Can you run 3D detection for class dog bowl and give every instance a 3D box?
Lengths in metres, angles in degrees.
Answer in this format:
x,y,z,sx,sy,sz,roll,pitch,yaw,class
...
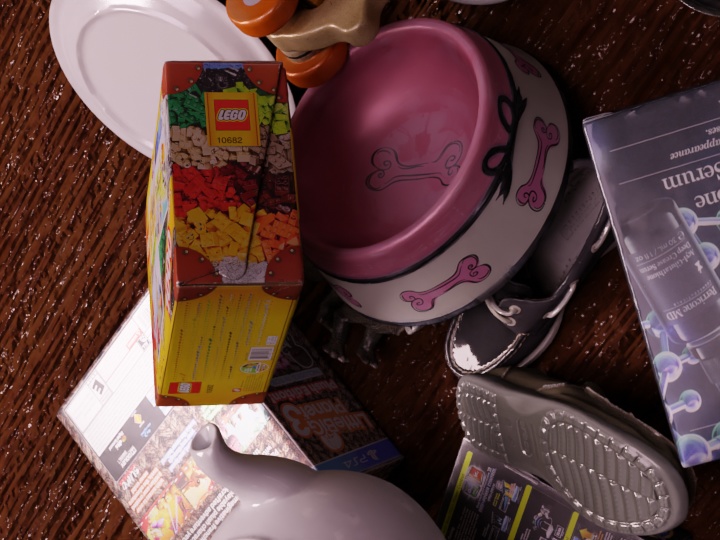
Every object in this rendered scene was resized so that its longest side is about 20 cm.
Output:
x,y,z,sx,sy,sz,roll,pitch,yaw,class
0.031,-0.070,1.082,0.199,0.074,0.202,-19,57,32,dog bowl

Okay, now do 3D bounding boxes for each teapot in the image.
x,y,z,sx,sy,sz,roll,pitch,yaw,class
-0.039,0.224,1.056,0.200,0.146,0.198,39,115,31,teapot

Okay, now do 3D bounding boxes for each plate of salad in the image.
x,y,z,sx,sy,sz,roll,pitch,yaw,class
-0.129,-0.142,1.213,0.199,0.048,0.201,21,144,16,plate of salad

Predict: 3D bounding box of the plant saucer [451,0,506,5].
x,y,z,sx,sy,sz,roll,pitch,yaw,class
0.071,-0.270,1.074,0.199,0.050,0.201,25,128,37,plant saucer

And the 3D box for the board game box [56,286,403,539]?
x,y,z,sx,sy,sz,roll,pitch,yaw,class
-0.097,0.119,1.239,0.200,0.097,0.160,50,121,18,board game box

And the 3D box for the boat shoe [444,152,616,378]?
x,y,z,sx,sy,sz,roll,pitch,yaw,class
0.110,0.001,1.099,0.074,0.060,0.200,52,121,17,boat shoe

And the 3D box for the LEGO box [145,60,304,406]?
x,y,z,sx,sy,sz,roll,pitch,yaw,class
-0.091,-0.018,1.090,0.200,0.077,0.150,112,155,-63,LEGO box

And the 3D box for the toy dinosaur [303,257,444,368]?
x,y,z,sx,sy,sz,roll,pitch,yaw,class
0.000,0.000,1.180,0.103,0.077,0.200,-54,48,13,toy dinosaur

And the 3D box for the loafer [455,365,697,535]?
x,y,z,sx,sy,sz,roll,pitch,yaw,class
0.140,0.098,1.059,0.200,0.069,0.076,27,132,51,loafer

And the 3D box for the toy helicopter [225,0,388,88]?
x,y,z,sx,sy,sz,roll,pitch,yaw,class
0.015,-0.202,1.070,0.199,0.079,0.133,-10,59,29,toy helicopter

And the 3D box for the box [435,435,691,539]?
x,y,z,sx,sy,sz,roll,pitch,yaw,class
0.113,0.228,1.143,0.160,0.044,0.201,27,111,29,box

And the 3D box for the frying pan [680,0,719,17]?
x,y,z,sx,sy,sz,roll,pitch,yaw,class
0.206,-0.240,1.014,0.115,0.031,0.191,-33,75,34,frying pan

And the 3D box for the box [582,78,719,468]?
x,y,z,sx,sy,sz,roll,pitch,yaw,class
0.224,-0.009,0.964,0.147,0.107,0.202,-17,88,12,box

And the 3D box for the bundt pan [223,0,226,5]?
x,y,z,sx,sy,sz,roll,pitch,yaw,class
-0.125,-0.273,1.196,0.201,0.076,0.204,14,114,34,bundt pan
